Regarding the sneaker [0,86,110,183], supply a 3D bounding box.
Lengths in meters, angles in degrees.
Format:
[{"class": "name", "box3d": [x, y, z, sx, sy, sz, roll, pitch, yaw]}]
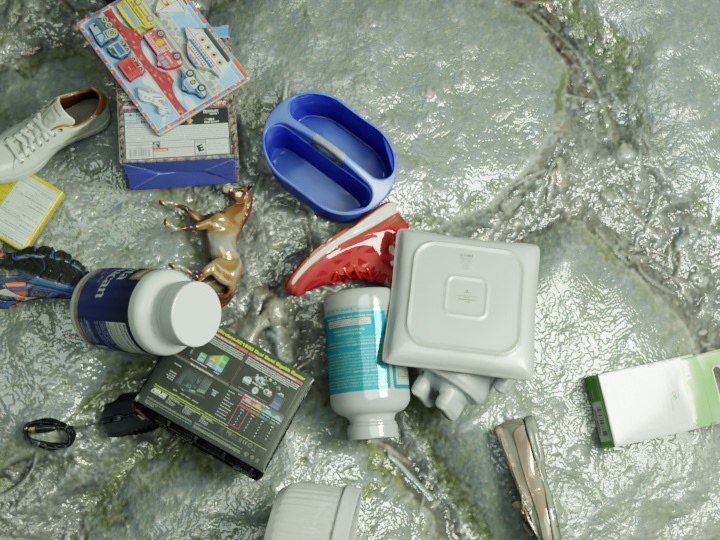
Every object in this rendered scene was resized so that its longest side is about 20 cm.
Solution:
[{"class": "sneaker", "box3d": [-0.438, -0.195, 1.512, 0.200, 0.085, 0.073, -36, 80, -18]}]

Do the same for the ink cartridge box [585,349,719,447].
[{"class": "ink cartridge box", "box3d": [0.431, 0.180, 1.567, 0.199, 0.059, 0.104, -11, 82, -8]}]

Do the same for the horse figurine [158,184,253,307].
[{"class": "horse figurine", "box3d": [-0.209, -0.027, 1.528, 0.132, 0.050, 0.201, 3, 68, -28]}]

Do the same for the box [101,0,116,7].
[{"class": "box", "box3d": [-0.334, -0.472, 1.524, 0.124, 0.200, 0.149, -26, 84, -10]}]

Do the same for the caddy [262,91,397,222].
[{"class": "caddy", "box3d": [-0.043, -0.159, 1.544, 0.200, 0.105, 0.142, 36, 80, 5]}]

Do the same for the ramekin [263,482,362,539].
[{"class": "ramekin", "box3d": [-0.068, 0.367, 1.414, 0.104, 0.200, 0.201, 11, 79, 5]}]

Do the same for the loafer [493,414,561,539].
[{"class": "loafer", "box3d": [0.233, 0.304, 1.526, 0.063, 0.072, 0.201, -12, 75, 9]}]

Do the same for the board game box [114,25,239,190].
[{"class": "board game box", "box3d": [-0.254, -0.226, 1.530, 0.158, 0.097, 0.201, -4, 73, -7]}]

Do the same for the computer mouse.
[{"class": "computer mouse", "box3d": [-0.356, 0.204, 1.488, 0.199, 0.034, 0.059, -12, 83, -8]}]

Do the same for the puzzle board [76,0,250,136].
[{"class": "puzzle board", "box3d": [-0.267, -0.297, 1.491, 0.150, 0.017, 0.200, -35, 79, -14]}]

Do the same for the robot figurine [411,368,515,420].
[{"class": "robot figurine", "box3d": [0.149, 0.104, 1.521, 0.169, 0.113, 0.200, 28, 78, 24]}]

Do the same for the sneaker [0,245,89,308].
[{"class": "sneaker", "box3d": [-0.463, 0.013, 1.496, 0.199, 0.079, 0.076, 9, 39, -17]}]

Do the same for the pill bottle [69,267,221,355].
[{"class": "pill bottle", "box3d": [-0.277, 0.052, 1.432, 0.111, 0.199, 0.112, -2, 92, -49]}]

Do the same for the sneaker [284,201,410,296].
[{"class": "sneaker", "box3d": [0.000, 0.000, 1.542, 0.200, 0.078, 0.116, -37, 85, -10]}]

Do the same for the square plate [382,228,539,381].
[{"class": "square plate", "box3d": [0.138, 0.039, 1.465, 0.199, 0.028, 0.199, 7, 66, 1]}]

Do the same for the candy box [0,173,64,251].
[{"class": "candy box", "box3d": [-0.523, -0.115, 1.528, 0.199, 0.026, 0.103, 31, 78, 0]}]

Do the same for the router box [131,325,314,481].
[{"class": "router box", "box3d": [-0.184, 0.167, 1.483, 0.199, 0.062, 0.150, 30, 64, -1]}]

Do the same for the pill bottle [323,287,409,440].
[{"class": "pill bottle", "box3d": [0.009, 0.128, 1.503, 0.110, 0.111, 0.201, -3, 80, -7]}]
